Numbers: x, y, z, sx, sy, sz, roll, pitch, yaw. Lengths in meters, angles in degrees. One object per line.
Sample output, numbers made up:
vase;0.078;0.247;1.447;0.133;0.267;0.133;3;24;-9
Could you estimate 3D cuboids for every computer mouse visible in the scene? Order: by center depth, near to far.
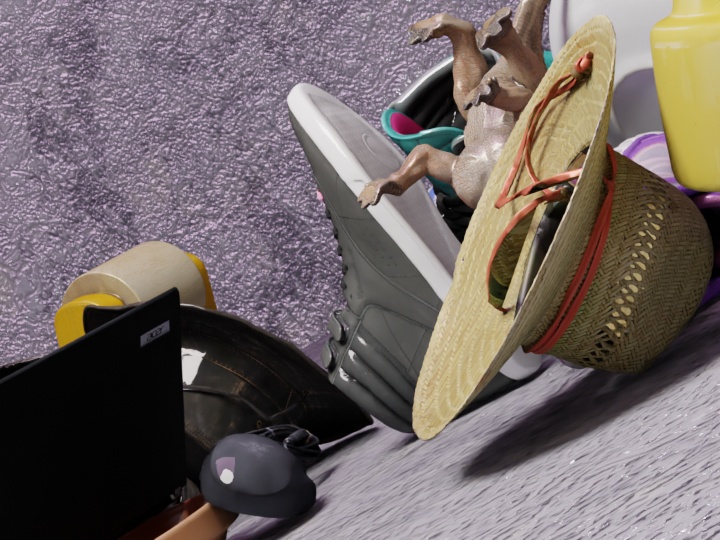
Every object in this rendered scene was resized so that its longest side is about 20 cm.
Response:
computer mouse;-0.046;0.096;1.142;0.058;0.034;0.200;11;5;3

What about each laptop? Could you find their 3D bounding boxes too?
laptop;-0.185;0.117;1.128;0.200;0.103;0.177;-29;0;41

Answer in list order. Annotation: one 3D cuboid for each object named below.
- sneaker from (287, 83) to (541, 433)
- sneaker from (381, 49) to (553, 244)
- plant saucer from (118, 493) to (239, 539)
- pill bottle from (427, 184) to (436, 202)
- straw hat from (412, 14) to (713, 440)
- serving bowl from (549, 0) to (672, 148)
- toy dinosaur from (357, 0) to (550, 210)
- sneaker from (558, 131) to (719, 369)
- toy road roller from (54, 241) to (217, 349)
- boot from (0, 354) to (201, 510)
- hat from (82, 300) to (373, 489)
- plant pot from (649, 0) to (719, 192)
sneaker;0.000;0.000;1.150;0.099;0.200;0.071;-41;-11;23
sneaker;0.057;-0.041;1.208;0.084;0.121;0.201;14;82;50
plant saucer;-0.149;0.174;1.111;0.200;0.032;0.200;-29;1;1
pill bottle;0.105;-0.023;1.334;0.200;0.114;0.114;-29;1;37
straw hat;0.100;-0.005;0.906;0.201;0.085;0.202;-156;90;-82
serving bowl;0.184;-0.099;1.138;0.200;0.200;0.066;-28;25;56
toy dinosaur;0.085;-0.060;1.109;0.086;0.135;0.200;-21;45;43
sneaker;0.153;-0.020;1.038;0.088;0.081;0.200;-23;10;32
toy road roller;-0.174;0.088;1.491;0.146;0.201;0.123;-4;14;28
boot;-0.205;0.125;1.262;0.200;0.174;0.069;-28;46;13
hat;-0.090;0.093;1.320;0.201;0.200;0.081;-28;40;62
plant pot;0.200;-0.142;0.828;0.200;0.189;0.201;-13;8;2
